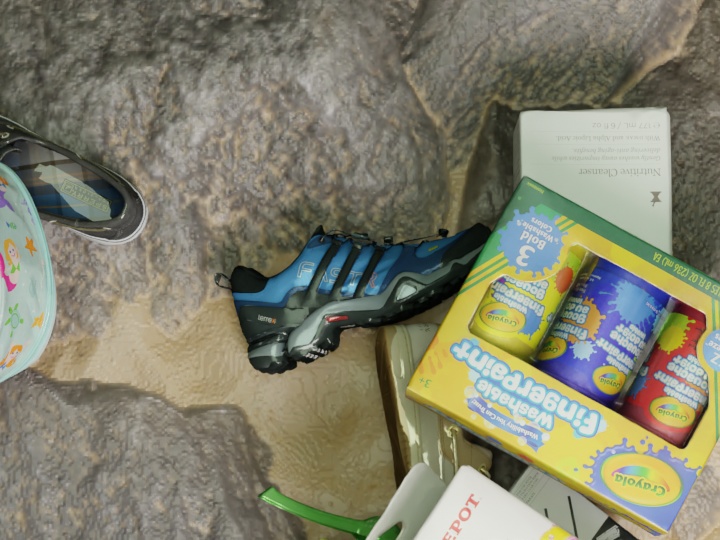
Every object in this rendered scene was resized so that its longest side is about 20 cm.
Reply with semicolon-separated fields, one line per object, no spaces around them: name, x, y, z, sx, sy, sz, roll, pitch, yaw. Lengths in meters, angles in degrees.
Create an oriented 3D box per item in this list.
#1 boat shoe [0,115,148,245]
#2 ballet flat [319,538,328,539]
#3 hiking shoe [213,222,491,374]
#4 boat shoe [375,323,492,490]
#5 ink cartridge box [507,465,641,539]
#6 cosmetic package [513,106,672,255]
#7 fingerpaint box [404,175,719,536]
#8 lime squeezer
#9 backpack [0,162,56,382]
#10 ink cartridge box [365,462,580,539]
boat shoe;-0.250;-0.072;1.612;0.199;0.066;0.070;26;83;5
ballet flat;-0.078;0.264;1.552;0.200;0.067;0.067;-42;120;-9
hiking shoe;0.000;0.000;1.589;0.199;0.074;0.087;-23;82;-2
boat shoe;0.060;0.134;1.568;0.069;0.074;0.201;-9;90;-9
ink cartridge box;0.095;0.237;1.513;0.094;0.044;0.200;37;75;5
cosmetic package;0.165;-0.010;1.583;0.112;0.081;0.201;-2;81;0
fingerpaint box;0.155;0.059;1.496;0.200;0.073;0.167;29;83;5
lime squeezer;0.014;0.218;1.537;0.071;0.038;0.200;-37;98;-38
backpack;-0.308;0.010;1.545;0.199;0.150;0.178;-21;80;27
ink cartridge box;0.087;0.226;1.427;0.200;0.125;0.129;34;74;6
